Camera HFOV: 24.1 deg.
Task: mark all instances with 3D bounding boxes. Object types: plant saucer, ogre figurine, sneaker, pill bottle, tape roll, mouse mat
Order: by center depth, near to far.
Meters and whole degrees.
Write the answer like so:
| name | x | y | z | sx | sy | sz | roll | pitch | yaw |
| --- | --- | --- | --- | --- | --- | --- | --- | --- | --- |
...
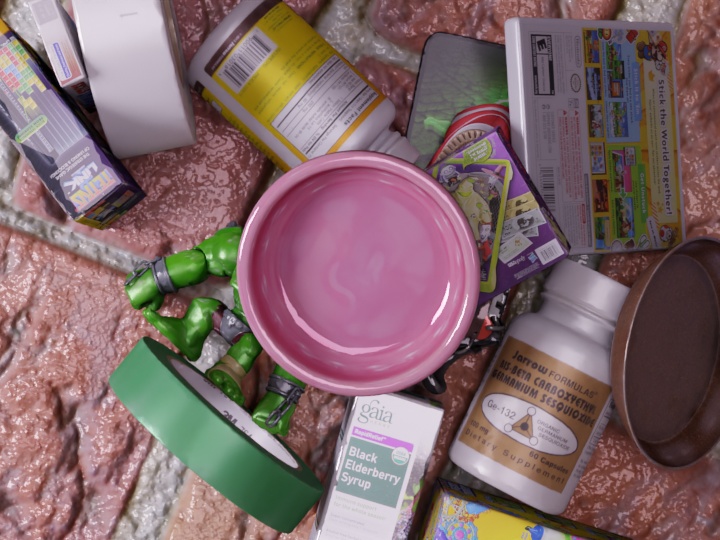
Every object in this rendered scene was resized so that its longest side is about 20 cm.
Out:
| name | x | y | z | sx | sy | sz | roll | pitch | yaw |
| --- | --- | --- | --- | --- | --- | --- | --- | --- | --- |
| plant saucer | 0.000 | 0.000 | 1.379 | 0.198 | 0.051 | 0.203 | 1 | 102 | 6 |
| tape roll | -0.190 | -0.198 | 1.406 | 0.070 | 0.202 | 0.205 | -11 | 90 | -1 |
| tape roll | -0.119 | 0.137 | 1.408 | 0.200 | 0.200 | 0.048 | 40 | 89 | -1 |
| plant saucer | 0.273 | 0.069 | 1.449 | 0.199 | 0.034 | 0.203 | -9 | 103 | -45 |
| pill bottle | -0.046 | -0.139 | 1.455 | 0.200 | 0.109 | 0.109 | 43 | 89 | -1 |
| pill bottle | 0.167 | 0.097 | 1.457 | 0.114 | 0.114 | 0.201 | 26 | 89 | -1 |
| ogre figurine | -0.105 | 0.037 | 1.461 | 0.120 | 0.098 | 0.200 | -47 | 47 | -7 |
| sneaker | 0.107 | 0.025 | 1.464 | 0.082 | 0.077 | 0.201 | 43 | 101 | 28 |
| sneaker | 0.069 | -0.065 | 1.481 | 0.071 | 0.113 | 0.200 | 42 | 120 | -4 |
| mouse mat | 0.140 | -0.118 | 1.511 | 0.198 | 0.008 | 0.163 | 11 | 90 | -2 |

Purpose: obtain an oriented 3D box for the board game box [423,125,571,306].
| name | x | y | z | sx | sy | sz | roll | pitch | yaw |
| --- | --- | --- | --- | --- | --- | --- | --- | --- | --- |
| board game box | 0.062 | -0.019 | 1.408 | 0.199 | 0.032 | 0.121 | -29 | 101 | 20 |

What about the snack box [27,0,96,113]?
| name | x | y | z | sx | sy | sz | roll | pitch | yaw |
| --- | --- | --- | --- | --- | --- | --- | --- | --- | --- |
| snack box | -0.240 | -0.178 | 1.405 | 0.024 | 0.200 | 0.072 | -22 | 90 | -3 |

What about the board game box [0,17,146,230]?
| name | x | y | z | sx | sy | sz | roll | pitch | yaw |
| --- | --- | --- | --- | --- | --- | --- | --- | --- | --- |
| board game box | -0.255 | -0.117 | 1.405 | 0.057 | 0.200 | 0.166 | -39 | 92 | -2 |

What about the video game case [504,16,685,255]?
| name | x | y | z | sx | sy | sz | roll | pitch | yaw |
| --- | --- | --- | --- | --- | --- | --- | --- | --- | --- |
| video game case | 0.205 | -0.115 | 1.460 | 0.181 | 0.023 | 0.202 | -3 | 90 | -33 |

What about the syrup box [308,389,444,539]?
| name | x | y | z | sx | sy | sz | roll | pitch | yaw |
| --- | --- | --- | --- | --- | --- | --- | --- | --- | --- |
| syrup box | 0.007 | 0.200 | 1.470 | 0.078 | 0.081 | 0.202 | 17 | 91 | -2 |

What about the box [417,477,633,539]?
| name | x | y | z | sx | sy | sz | roll | pitch | yaw |
| --- | --- | --- | --- | --- | --- | --- | --- | --- | --- |
| box | 0.129 | 0.308 | 1.452 | 0.191 | 0.122 | 0.202 | 18 | 90 | -1 |
